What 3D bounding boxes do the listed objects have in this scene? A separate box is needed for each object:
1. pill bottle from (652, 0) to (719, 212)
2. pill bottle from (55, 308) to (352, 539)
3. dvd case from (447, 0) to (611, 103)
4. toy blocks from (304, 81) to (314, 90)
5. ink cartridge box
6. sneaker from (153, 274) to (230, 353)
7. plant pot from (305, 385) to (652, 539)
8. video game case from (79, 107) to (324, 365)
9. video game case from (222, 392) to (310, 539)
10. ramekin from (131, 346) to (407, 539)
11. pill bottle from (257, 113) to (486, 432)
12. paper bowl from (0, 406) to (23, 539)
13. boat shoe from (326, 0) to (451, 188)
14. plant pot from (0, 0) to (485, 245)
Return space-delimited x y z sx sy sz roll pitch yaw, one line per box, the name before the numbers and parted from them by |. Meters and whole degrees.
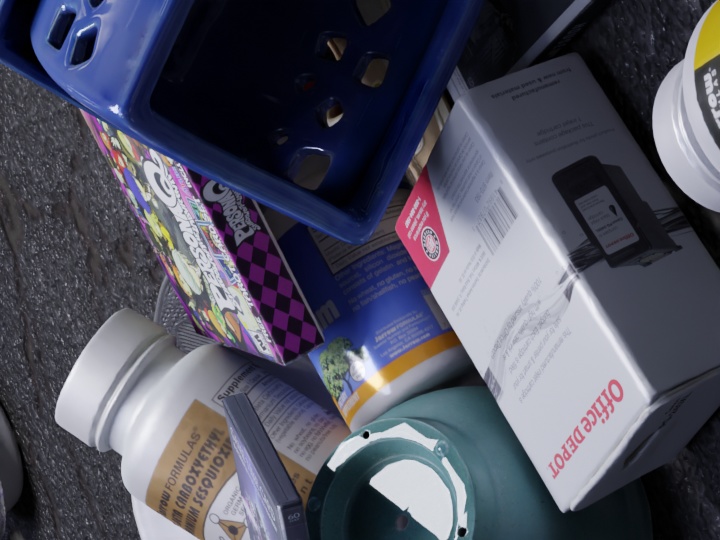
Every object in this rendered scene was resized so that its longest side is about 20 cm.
pill bottle | 0.210 -0.089 1.076 0.112 0.111 0.200 66 155 6
pill bottle | -0.091 0.113 1.579 0.199 0.114 0.115 32 144 10
dvd case | 0.072 -0.184 1.376 0.151 0.025 0.200 64 155 10
toy blocks | -0.057 -0.186 1.522 0.136 0.100 0.201 10 110 11
ink cartridge box | 0.116 0.009 1.346 0.201 0.083 0.145 59 152 19
sneaker | -0.095 0.020 1.767 0.083 0.121 0.200 28 123 1
plant pot | 0.050 0.155 1.429 0.200 0.134 0.201 -11 70 33
video game case | -0.107 -0.043 1.526 0.201 0.036 0.181 64 164 -15
video game case | -0.043 0.190 1.450 0.143 0.019 0.201 -125 24 -63
ramekin | -0.050 0.143 1.683 0.201 0.094 0.204 3 101 17
pill bottle | 0.000 0.000 1.552 0.201 0.112 0.112 59 153 19
paper bowl | -0.417 0.189 2.519 0.201 0.104 0.201 43 143 43
boat shoe | 0.010 -0.104 1.470 0.201 0.069 0.074 68 172 -22
plant pot | -0.072 -0.150 1.317 0.179 0.200 0.201 20 84 45
